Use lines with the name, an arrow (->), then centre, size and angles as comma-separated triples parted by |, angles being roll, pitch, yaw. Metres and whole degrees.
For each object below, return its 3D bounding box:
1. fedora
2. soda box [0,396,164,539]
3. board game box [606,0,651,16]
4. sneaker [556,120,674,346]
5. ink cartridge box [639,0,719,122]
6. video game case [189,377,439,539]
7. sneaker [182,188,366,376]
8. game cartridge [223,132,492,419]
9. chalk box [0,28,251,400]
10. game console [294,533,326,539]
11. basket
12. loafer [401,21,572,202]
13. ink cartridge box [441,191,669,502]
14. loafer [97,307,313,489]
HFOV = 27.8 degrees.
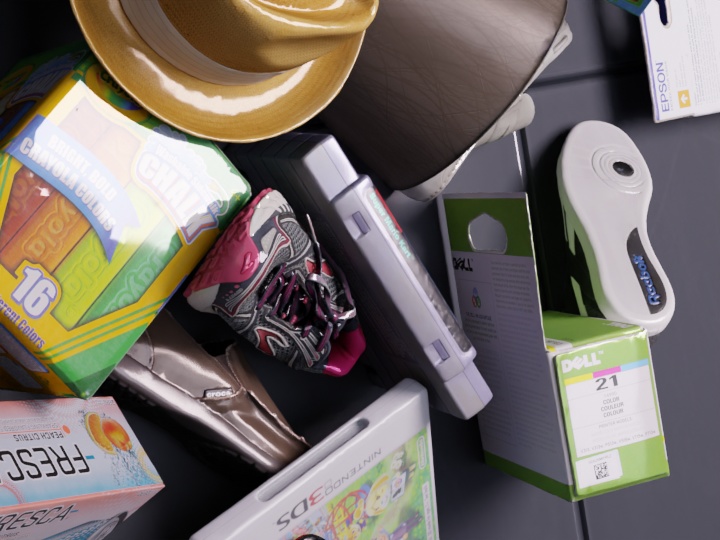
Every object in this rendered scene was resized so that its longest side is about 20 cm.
fedora -> -0.054, -0.161, 0.751 | 0.200, 0.082, 0.202 | -5, 98, -40
soda box -> -0.188, 0.110, 0.732 | 0.064, 0.068, 0.200 | 56, 20, 18
board game box -> 0.138, -0.288, 1.021 | 0.199, 0.037, 0.152 | 27, 71, -1
sneaker -> 0.171, -0.008, 1.082 | 0.073, 0.112, 0.201 | 7, 50, -11
ink cartridge box -> 0.279, -0.227, 1.171 | 0.199, 0.043, 0.197 | -13, 96, -33
video game case -> -0.018, 0.191, 0.910 | 0.182, 0.022, 0.201 | -33, 134, -32
sneaker -> -0.040, 0.012, 0.845 | 0.075, 0.200, 0.081 | 38, 89, 16
game cartridge -> 0.000, 0.000, 0.912 | 0.038, 0.129, 0.200 | -41, 113, -22
chalk box -> -0.156, -0.045, 0.802 | 0.125, 0.124, 0.200 | 48, 63, -26
game console -> 0.001, 0.280, 0.871 | 0.173, 0.118, 0.200 | -56, 142, -8
basket -> -0.005, -0.169, 0.908 | 0.200, 0.180, 0.136 | 34, 38, -21
loafer -> 0.092, -0.121, 1.021 | 0.070, 0.070, 0.200 | 43, 64, -18
ink cartridge box -> 0.128, 0.040, 0.986 | 0.075, 0.148, 0.201 | -11, 96, -17
loafer -> -0.082, 0.076, 0.884 | 0.200, 0.073, 0.071 | 39, 66, -30
